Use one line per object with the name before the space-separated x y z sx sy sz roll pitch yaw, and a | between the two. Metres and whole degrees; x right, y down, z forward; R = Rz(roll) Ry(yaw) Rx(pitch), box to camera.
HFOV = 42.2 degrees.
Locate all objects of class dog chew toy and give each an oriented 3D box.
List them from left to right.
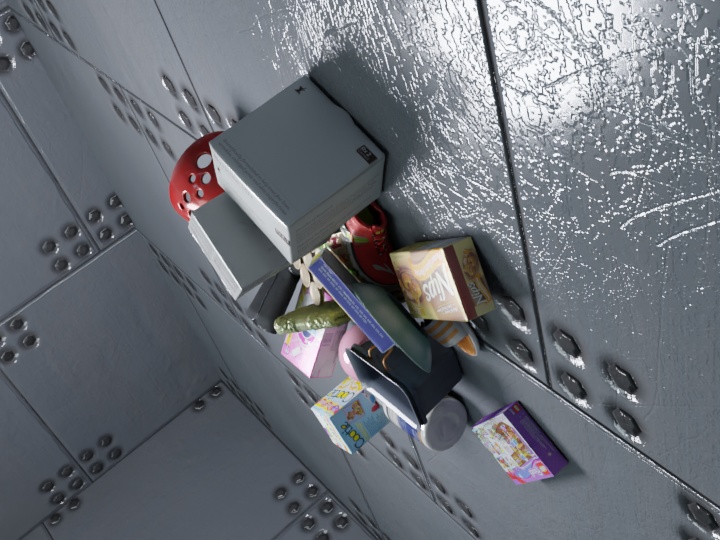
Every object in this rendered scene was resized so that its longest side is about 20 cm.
dog chew toy | 0.008 0.173 1.965 0.125 0.124 0.200 53 170 -2

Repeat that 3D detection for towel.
towel | -0.068 0.088 1.838 0.147 0.200 0.037 -7 95 25

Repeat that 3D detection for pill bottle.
pill bottle | 0.116 0.277 1.897 0.200 0.111 0.111 28 150 52

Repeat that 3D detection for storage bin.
storage bin | 0.085 0.174 1.744 0.200 0.134 0.146 31 152 46

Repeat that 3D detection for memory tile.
memory tile | -0.095 -0.043 1.827 0.154 0.017 0.201 59 151 35

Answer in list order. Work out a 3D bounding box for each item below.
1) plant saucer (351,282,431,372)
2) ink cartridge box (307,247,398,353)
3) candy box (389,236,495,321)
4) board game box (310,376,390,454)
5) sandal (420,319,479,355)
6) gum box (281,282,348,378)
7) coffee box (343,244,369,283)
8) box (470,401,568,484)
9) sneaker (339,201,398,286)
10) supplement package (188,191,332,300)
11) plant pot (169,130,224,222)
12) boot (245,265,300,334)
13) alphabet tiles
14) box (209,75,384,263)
plant saucer | 0.064 0.085 1.578 0.201 0.039 0.201 47 -175 -5
ink cartridge box | -0.013 0.052 1.628 0.198 0.047 0.200 49 -173 -5
candy box | 0.123 0.014 1.446 0.200 0.055 0.116 -4 108 68
board game box | 0.011 0.285 2.023 0.105 0.200 0.103 59 161 -19
sandal | 0.120 0.073 1.589 0.207 0.059 0.079 52 162 2
gum box | -0.091 0.118 2.021 0.113 0.066 0.201 34 113 42
coffee box | -0.027 -0.013 1.809 0.123 0.044 0.200 60 161 -18
box | 0.281 0.313 1.676 0.137 0.039 0.200 51 162 7
sneaker | 0.018 -0.059 1.570 0.085 0.077 0.201 -7 117 55
supplement package | -0.168 -0.074 1.590 0.156 0.199 0.111 56 162 2
plant pot | -0.255 -0.151 1.869 0.182 0.200 0.201 38 157 29
boot | -0.153 0.045 1.983 0.065 0.201 0.165 26 -172 -37
alphabet tiles | 0.000 0.000 1.705 0.199 0.006 0.167 -17 111 45
box | -0.097 -0.159 1.463 0.199 0.200 0.131 46 162 18
